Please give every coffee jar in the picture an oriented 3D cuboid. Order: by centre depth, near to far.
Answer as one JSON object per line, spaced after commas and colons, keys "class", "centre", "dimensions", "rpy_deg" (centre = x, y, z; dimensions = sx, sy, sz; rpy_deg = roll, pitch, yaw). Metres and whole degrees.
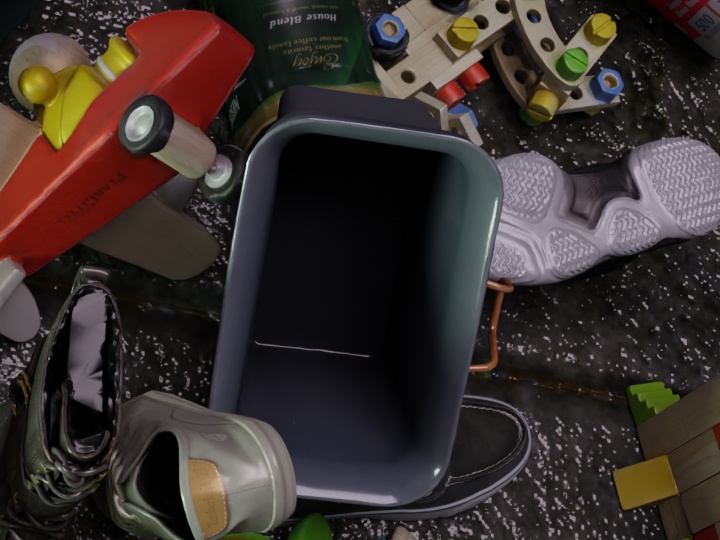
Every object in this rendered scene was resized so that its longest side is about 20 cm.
{"class": "coffee jar", "centre": [-0.041, -0.128, 1.126], "dimensions": [0.085, 0.104, 0.200], "rpy_deg": [-8, 70, -18]}

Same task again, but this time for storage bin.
{"class": "storage bin", "centre": [0.000, 0.000, 1.004], "dimensions": [0.145, 0.200, 0.134], "rpy_deg": [7, 22, -7]}

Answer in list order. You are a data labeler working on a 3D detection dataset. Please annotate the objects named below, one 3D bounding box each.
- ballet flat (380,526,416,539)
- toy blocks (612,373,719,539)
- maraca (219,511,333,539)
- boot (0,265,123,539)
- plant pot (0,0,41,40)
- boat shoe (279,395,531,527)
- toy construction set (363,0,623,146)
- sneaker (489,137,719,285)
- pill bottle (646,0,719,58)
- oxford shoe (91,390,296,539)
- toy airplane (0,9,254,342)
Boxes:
{"class": "ballet flat", "centre": [0.041, 0.235, 1.014], "dimensions": [0.062, 0.067, 0.200], "rpy_deg": [-3, 75, 11]}
{"class": "toy blocks", "centre": [0.232, 0.137, 1.107], "dimensions": [0.100, 0.137, 0.200], "rpy_deg": [-5, 70, -26]}
{"class": "maraca", "centre": [-0.051, 0.195, 0.978], "dimensions": [0.200, 0.107, 0.137], "rpy_deg": [-14, 90, -53]}
{"class": "boot", "centre": [-0.157, 0.116, 0.922], "dimensions": [0.069, 0.174, 0.200], "rpy_deg": [9, 64, -20]}
{"class": "plant pot", "centre": [-0.244, -0.179, 1.043], "dimensions": [0.200, 0.141, 0.141], "rpy_deg": [-34, 84, -37]}
{"class": "boat shoe", "centre": [0.014, 0.104, 1.073], "dimensions": [0.200, 0.057, 0.069], "rpy_deg": [-8, 71, -26]}
{"class": "toy construction set", "centre": [0.069, -0.117, 1.185], "dimensions": [0.131, 0.092, 0.200], "rpy_deg": [51, 47, 4]}
{"class": "sneaker", "centre": [0.112, -0.025, 1.144], "dimensions": [0.200, 0.114, 0.076], "rpy_deg": [-11, 81, -22]}
{"class": "pill bottle", "centre": [0.201, -0.243, 1.281], "dimensions": [0.200, 0.112, 0.112], "rpy_deg": [39, 58, -3]}
{"class": "oxford shoe", "centre": [-0.100, 0.100, 0.942], "dimensions": [0.058, 0.200, 0.075], "rpy_deg": [-16, 95, -29]}
{"class": "toy airplane", "centre": [-0.161, -0.059, 1.010], "dimensions": [0.199, 0.200, 0.141], "rpy_deg": [-8, 53, -15]}
